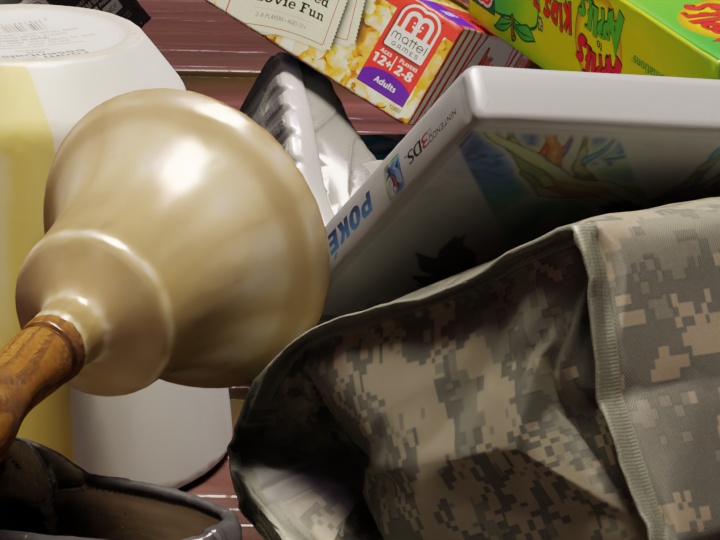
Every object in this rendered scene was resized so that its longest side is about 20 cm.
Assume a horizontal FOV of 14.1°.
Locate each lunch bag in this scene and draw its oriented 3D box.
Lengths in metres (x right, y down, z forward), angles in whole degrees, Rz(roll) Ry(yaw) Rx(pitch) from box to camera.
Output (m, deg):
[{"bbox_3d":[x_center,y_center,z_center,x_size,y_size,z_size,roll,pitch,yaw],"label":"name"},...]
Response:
[{"bbox_3d":[0.075,0.049,0.915,0.163,0.118,0.200,-8,-8,-37],"label":"lunch bag"}]

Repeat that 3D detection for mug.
[{"bbox_3d":[-0.125,-0.005,1.019,0.149,0.154,0.187,9,20,20],"label":"mug"}]

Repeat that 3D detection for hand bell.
[{"bbox_3d":[-0.096,0.028,0.866,0.104,0.105,0.200,9,26,22],"label":"hand bell"}]

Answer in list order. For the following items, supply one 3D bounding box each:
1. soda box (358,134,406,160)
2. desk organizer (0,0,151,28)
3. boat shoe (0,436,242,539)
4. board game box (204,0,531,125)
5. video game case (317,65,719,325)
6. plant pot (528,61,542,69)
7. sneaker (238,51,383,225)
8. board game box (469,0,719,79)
[{"bbox_3d":[-0.046,-0.017,1.199,0.199,0.068,0.064,0,17,-6],"label":"soda box"},{"bbox_3d":[-0.179,-0.061,1.166,0.077,0.072,0.200,-23,22,47],"label":"desk organizer"},{"bbox_3d":[-0.107,0.081,0.901,0.074,0.061,0.200,-20,27,-39],"label":"boat shoe"},{"bbox_3d":[-0.036,-0.125,1.183,0.200,0.046,0.151,32,8,11],"label":"board game box"},{"bbox_3d":[0.086,-0.012,0.963,0.199,0.022,0.182,2,-25,-25],"label":"video game case"},{"bbox_3d":[0.147,-0.130,1.288,0.199,0.028,0.200,-21,10,4],"label":"plant pot"},{"bbox_3d":[0.000,0.000,1.104,0.082,0.075,0.200,8,44,-30],"label":"sneaker"},{"bbox_3d":[0.126,-0.091,1.063,0.101,0.048,0.200,-10,25,-20],"label":"board game box"}]
